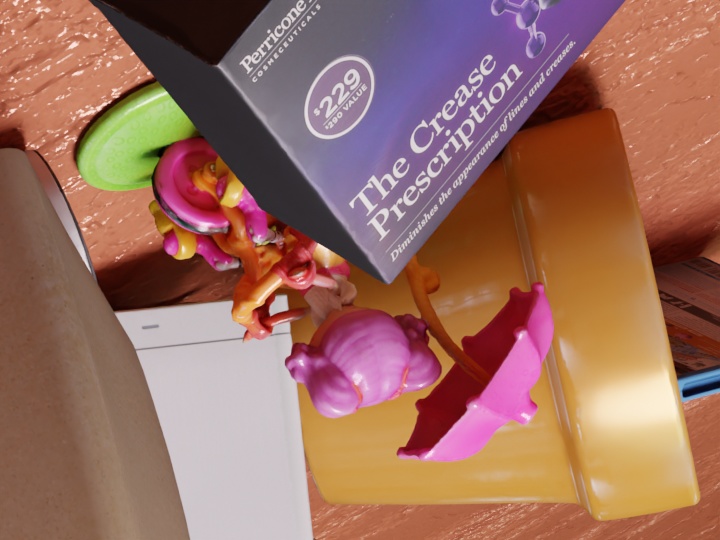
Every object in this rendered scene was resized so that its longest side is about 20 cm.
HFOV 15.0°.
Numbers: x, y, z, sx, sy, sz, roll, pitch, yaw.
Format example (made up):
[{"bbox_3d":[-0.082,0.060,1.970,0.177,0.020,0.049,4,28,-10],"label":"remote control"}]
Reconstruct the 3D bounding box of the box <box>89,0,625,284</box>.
[{"bbox_3d":[0.021,-0.118,0.949,0.200,0.079,0.141,-51,138,-10],"label":"box"}]

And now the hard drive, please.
[{"bbox_3d":[-0.089,0.117,1.285,0.132,0.200,0.027,-6,179,-6],"label":"hard drive"}]

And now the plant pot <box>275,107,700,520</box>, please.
[{"bbox_3d":[0.058,0.036,1.364,0.183,0.200,0.200,-12,159,5],"label":"plant pot"}]

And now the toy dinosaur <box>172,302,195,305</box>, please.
[{"bbox_3d":[-0.151,0.077,1.333,0.200,0.077,0.102,-23,165,-3],"label":"toy dinosaur"}]

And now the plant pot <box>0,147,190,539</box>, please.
[{"bbox_3d":[-0.162,0.108,1.045,0.200,0.177,0.200,-27,153,-3],"label":"plant pot"}]

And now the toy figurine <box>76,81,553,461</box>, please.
[{"bbox_3d":[0.000,0.000,1.192,0.200,0.184,0.150,-12,153,-34],"label":"toy figurine"}]

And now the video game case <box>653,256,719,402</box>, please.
[{"bbox_3d":[0.169,0.036,1.559,0.200,0.143,0.018,-11,115,-35],"label":"video game case"}]

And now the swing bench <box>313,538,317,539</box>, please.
[{"bbox_3d":[-0.051,0.171,1.402,0.130,0.200,0.199,-46,178,1],"label":"swing bench"}]

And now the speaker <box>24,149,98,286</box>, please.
[{"bbox_3d":[-0.213,0.021,1.128,0.200,0.081,0.081,-22,158,-14],"label":"speaker"}]
